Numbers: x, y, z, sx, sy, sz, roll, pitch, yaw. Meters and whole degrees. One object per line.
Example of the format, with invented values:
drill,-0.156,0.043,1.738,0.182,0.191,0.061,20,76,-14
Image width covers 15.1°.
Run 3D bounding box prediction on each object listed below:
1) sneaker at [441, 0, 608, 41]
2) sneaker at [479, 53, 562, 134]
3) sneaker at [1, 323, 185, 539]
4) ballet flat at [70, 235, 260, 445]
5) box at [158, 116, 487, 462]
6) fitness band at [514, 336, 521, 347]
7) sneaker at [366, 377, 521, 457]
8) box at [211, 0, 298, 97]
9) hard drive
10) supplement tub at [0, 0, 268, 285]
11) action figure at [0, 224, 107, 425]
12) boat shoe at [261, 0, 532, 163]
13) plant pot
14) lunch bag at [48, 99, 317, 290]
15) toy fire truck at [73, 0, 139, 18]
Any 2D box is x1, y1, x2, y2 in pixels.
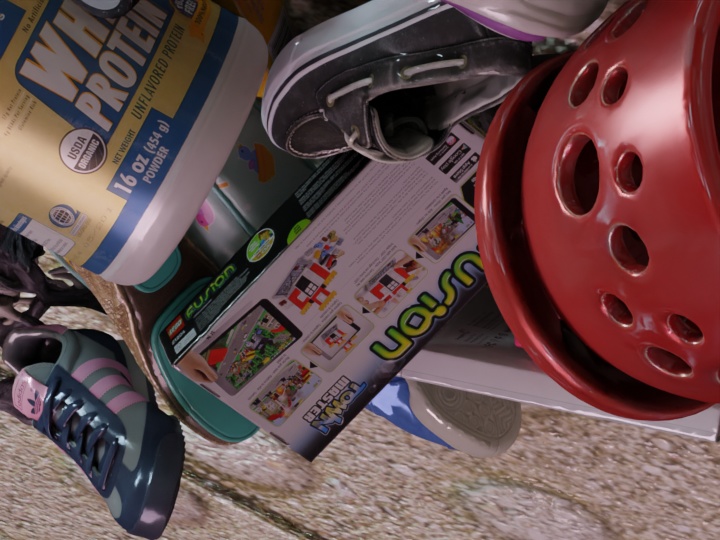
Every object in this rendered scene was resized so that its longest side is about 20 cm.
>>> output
sneaker,0.054,-0.160,1.180,0.200,0.100,0.075,13,-161,-47
sneaker,0.143,-0.035,1.374,0.200,0.076,0.115,20,154,-6
sneaker,-0.153,0.088,1.518,0.082,0.070,0.200,16,-166,-22
ballet flat,-0.113,0.008,1.475,0.065,0.070,0.200,20,142,56
box,0.000,0.000,1.441,0.110,0.200,0.035,38,-167,-33
fitness band,0.156,0.026,1.433,0.143,0.038,0.200,2,179,12
sneaker,-0.001,0.056,1.669,0.200,0.077,0.111,34,147,-18
box,-0.138,-0.149,1.401,0.199,0.042,0.119,13,155,21
hard drive,0.122,0.049,1.531,0.199,0.027,0.132,11,-163,20
supplement tub,-0.160,-0.097,1.304,0.200,0.145,0.145,28,155,-10
action figure,-0.184,-0.004,1.635,0.102,0.119,0.200,-2,137,-16
boat shoe,0.013,-0.088,1.331,0.072,0.071,0.200,10,156,-30
plant pot,0.160,-0.035,1.198,0.200,0.201,0.182,33,149,-27
lunch bag,-0.085,-0.010,1.534,0.160,0.077,0.200,-22,115,42
toy fire truck,-0.130,-0.221,1.173,0.200,0.129,0.176,46,146,-10
